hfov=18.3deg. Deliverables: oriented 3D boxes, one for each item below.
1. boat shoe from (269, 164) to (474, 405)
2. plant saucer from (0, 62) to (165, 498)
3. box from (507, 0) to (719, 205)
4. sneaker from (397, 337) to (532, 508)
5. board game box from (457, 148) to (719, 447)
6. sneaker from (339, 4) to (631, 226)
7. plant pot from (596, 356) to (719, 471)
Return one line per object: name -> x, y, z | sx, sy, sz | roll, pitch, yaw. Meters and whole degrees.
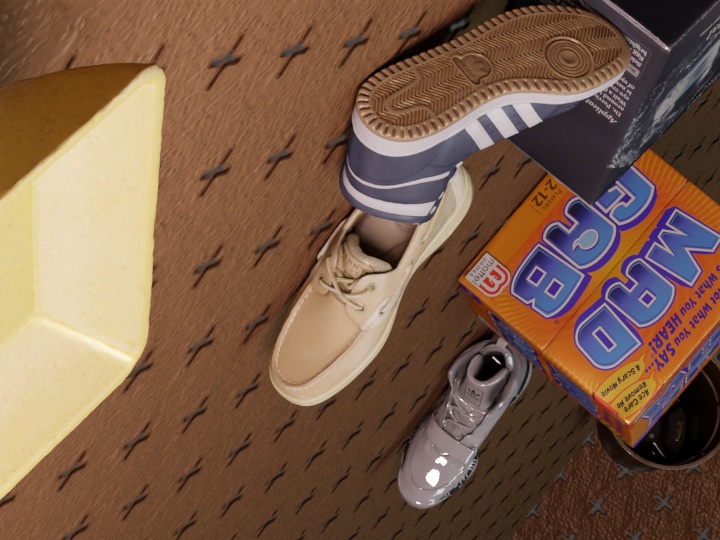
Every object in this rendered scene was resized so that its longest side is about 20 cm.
boat shoe -> 0.000, 0.000, 1.501 | 0.200, 0.072, 0.065 | -53, 158, 0
plant saucer -> -0.151, 0.033, 0.740 | 0.200, 0.048, 0.200 | -45, 164, -27
box -> 0.198, -0.184, 1.536 | 0.197, 0.117, 0.200 | -43, 167, -28
sneaker -> 0.100, 0.146, 2.242 | 0.200, 0.075, 0.115 | -54, 167, -7
board game box -> 0.234, 0.013, 2.029 | 0.200, 0.200, 0.200 | -49, 167, -3
sneaker -> 0.073, -0.096, 1.401 | 0.200, 0.070, 0.109 | -20, 153, -26
plant pot -> 0.453, 0.222, 3.418 | 0.200, 0.200, 0.198 | -47, 174, -14
